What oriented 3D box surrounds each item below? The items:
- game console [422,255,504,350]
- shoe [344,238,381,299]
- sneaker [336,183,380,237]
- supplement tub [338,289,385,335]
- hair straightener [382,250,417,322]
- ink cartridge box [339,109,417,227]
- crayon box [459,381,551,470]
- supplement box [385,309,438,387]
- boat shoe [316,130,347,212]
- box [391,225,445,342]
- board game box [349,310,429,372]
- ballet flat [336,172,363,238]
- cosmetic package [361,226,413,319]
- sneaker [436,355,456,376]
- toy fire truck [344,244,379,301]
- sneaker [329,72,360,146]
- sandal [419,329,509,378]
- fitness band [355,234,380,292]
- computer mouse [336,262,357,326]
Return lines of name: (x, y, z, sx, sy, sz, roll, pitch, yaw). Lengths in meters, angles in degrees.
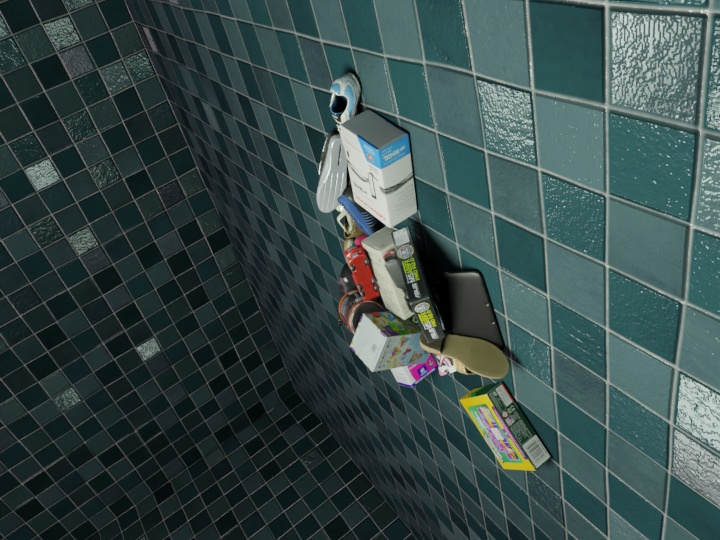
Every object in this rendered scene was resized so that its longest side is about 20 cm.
game console: (0.226, 0.069, 1.352, 0.177, 0.114, 0.203, -90, -20, -66)
shoe: (0.008, -0.004, 1.757, 0.070, 0.052, 0.204, -59, -48, -61)
sneaker: (0.019, -0.144, 1.500, 0.070, 0.078, 0.200, 38, 173, 39)
supplement tub: (-0.002, 0.113, 1.664, 0.109, 0.105, 0.200, 64, 172, -15)
hair straightener: (0.103, 0.052, 1.421, 0.078, 0.040, 0.203, -96, -15, -57)
ink cartridge box: (0.041, -0.215, 1.297, 0.146, 0.083, 0.203, 41, 153, 41)
crayon box: (0.341, 0.375, 1.452, 0.202, 0.058, 0.173, 57, 162, 7)
supplement box: (0.117, 0.213, 1.712, 0.203, 0.100, 0.103, 61, 160, -6)
boat shoe: (-0.069, -0.247, 1.511, 0.071, 0.070, 0.204, -119, 39, -55)
box: (0.125, 0.030, 1.324, 0.161, 0.043, 0.203, 62, -168, -50)
board game box: (0.089, 0.173, 1.541, 0.103, 0.197, 0.107, 41, 119, 39)
ballet flat: (-0.032, -0.159, 1.584, 0.068, 0.072, 0.202, 44, 156, 34)
cosmetic package: (0.088, 0.005, 1.498, 0.103, 0.086, 0.203, 33, 149, 57)
sneaker: (0.223, 0.198, 1.467, 0.088, 0.079, 0.200, 66, 157, 10)
toy fire truck: (0.000, 0.000, 1.564, 0.142, 0.048, 0.202, -115, 3, -50)
sneaker: (-0.037, -0.340, 1.331, 0.072, 0.072, 0.202, 46, 159, 27)
sandal: (0.228, 0.190, 1.327, 0.208, 0.078, 0.070, 20, 150, 26)
fitness band: (0.037, -0.016, 1.626, 0.145, 0.037, 0.201, 59, 174, 25)
computer mouse: (-0.020, 0.068, 1.852, 0.052, 0.138, 0.204, 21, 129, 31)
